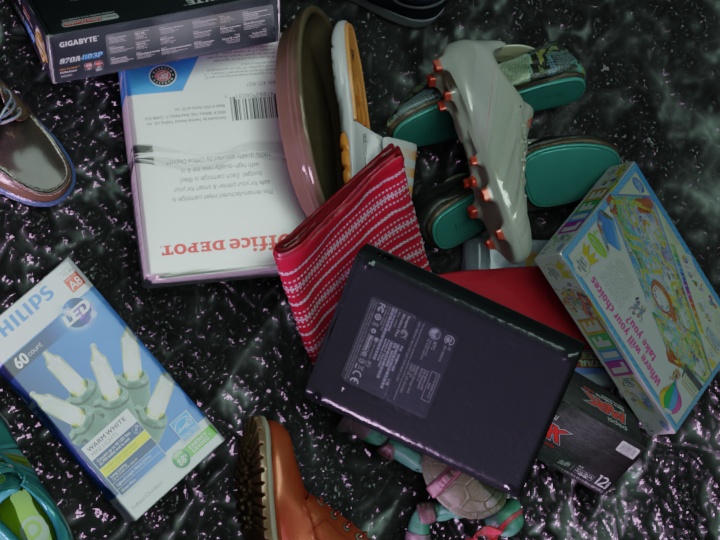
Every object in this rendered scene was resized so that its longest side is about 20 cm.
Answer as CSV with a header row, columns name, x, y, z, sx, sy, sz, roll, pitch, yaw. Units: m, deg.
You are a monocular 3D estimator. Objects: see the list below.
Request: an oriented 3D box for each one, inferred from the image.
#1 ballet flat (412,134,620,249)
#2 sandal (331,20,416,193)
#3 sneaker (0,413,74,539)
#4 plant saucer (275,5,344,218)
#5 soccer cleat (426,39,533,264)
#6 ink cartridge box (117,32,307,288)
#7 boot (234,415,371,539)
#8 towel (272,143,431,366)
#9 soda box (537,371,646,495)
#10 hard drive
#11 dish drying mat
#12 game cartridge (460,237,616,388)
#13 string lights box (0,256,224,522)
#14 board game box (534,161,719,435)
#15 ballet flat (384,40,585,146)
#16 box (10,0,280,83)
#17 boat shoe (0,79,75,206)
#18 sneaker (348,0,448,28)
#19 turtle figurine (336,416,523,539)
name,x,y,z,sx,sy,sz,roll,pitch,yaw
ballet flat,0.133,-0.083,1.686,0.199,0.068,0.068,-20,123,-14
sandal,0.016,-0.114,1.618,0.059,0.079,0.209,-8,91,13
sneaker,-0.296,0.163,1.527,0.077,0.080,0.200,-42,92,-17
plant saucer,-0.034,-0.122,1.598,0.029,0.200,0.202,-8,82,13
soccer cleat,0.120,-0.106,1.620,0.077,0.069,0.202,-15,80,-14
ink cartridge box,-0.125,-0.092,1.610,0.145,0.084,0.202,-5,83,-12
boot,-0.045,0.215,1.595,0.106,0.075,0.202,-12,93,-20
towel,0.000,0.000,1.587,0.144,0.201,0.022,-42,56,-18
soda box,0.149,0.112,1.628,0.199,0.071,0.063,31,115,-23
hard drive,0.067,0.082,1.545,0.199,0.033,0.141,25,109,9
dish drying mat,0.153,0.035,1.667,0.198,0.018,0.078,-3,85,-17
game cartridge,0.188,0.041,1.702,0.198,0.042,0.134,2,76,-15
string lights box,-0.218,0.100,1.569,0.103,0.059,0.200,-42,93,-16
board game box,0.248,0.025,1.663,0.135,0.034,0.201,-47,112,-34
ballet flat,0.105,-0.164,1.705,0.198,0.074,0.075,-14,85,-19
box,-0.185,-0.227,1.586,0.198,0.159,0.046,-13,126,-17
boat shoe,-0.319,-0.130,1.572,0.200,0.072,0.072,40,74,-6
sneaker,-0.007,-0.276,1.661,0.198,0.108,0.071,15,77,-12
turtle figurine,0.081,0.172,1.621,0.149,0.101,0.200,-39,83,-27
